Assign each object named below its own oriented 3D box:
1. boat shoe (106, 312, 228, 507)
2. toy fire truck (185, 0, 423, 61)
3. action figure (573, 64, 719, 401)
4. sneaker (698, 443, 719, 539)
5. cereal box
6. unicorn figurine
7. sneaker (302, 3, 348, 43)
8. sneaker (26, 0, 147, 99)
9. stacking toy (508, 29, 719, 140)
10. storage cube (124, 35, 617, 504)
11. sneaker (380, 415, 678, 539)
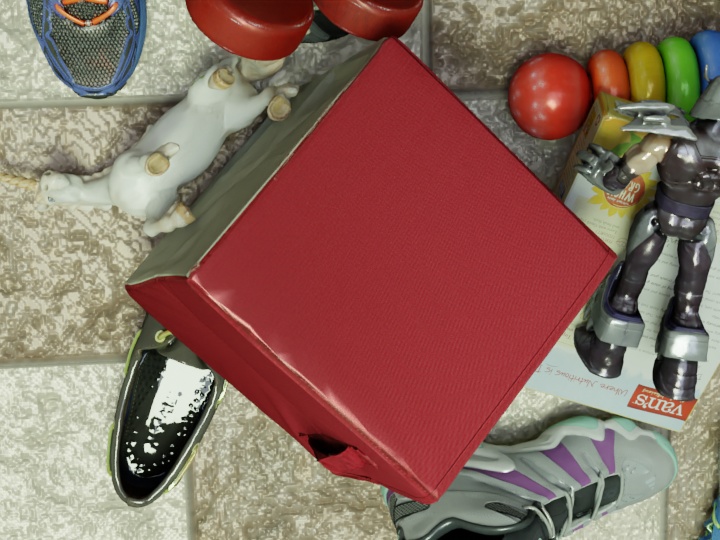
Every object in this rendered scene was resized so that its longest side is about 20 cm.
[{"bbox_3d":[-0.110,0.054,0.844,0.071,0.061,0.202,18,100,-9],"label":"boat shoe"},{"bbox_3d":[-0.034,-0.212,0.694,0.168,0.199,0.112,55,136,19],"label":"toy fire truck"},{"bbox_3d":[0.181,-0.027,0.766,0.129,0.069,0.201,14,117,3],"label":"action figure"},{"bbox_3d":[0.254,0.209,0.908,0.105,0.076,0.201,-19,104,-1],"label":"sneaker"},{"bbox_3d":[0.178,0.001,0.842,0.143,0.040,0.201,17,121,-9],"label":"cereal box"},{"bbox_3d":[-0.118,-0.072,0.793,0.200,0.137,0.074,-31,108,-17],"label":"unicorn figurine"},{"bbox_3d":[-0.069,-0.216,0.769,0.200,0.075,0.116,21,65,-45],"label":"sneaker"},{"bbox_3d":[-0.167,-0.199,0.773,0.075,0.078,0.201,-5,103,-4],"label":"sneaker"},{"bbox_3d":[0.192,-0.116,0.835,0.199,0.085,0.086,-2,103,2],"label":"stacking toy"},{"bbox_3d":[0.000,0.000,0.764,0.180,0.171,0.200,42,75,-14],"label":"storage cube"},{"bbox_3d":[0.116,0.164,0.846,0.199,0.140,0.078,-7,120,-1],"label":"sneaker"}]
